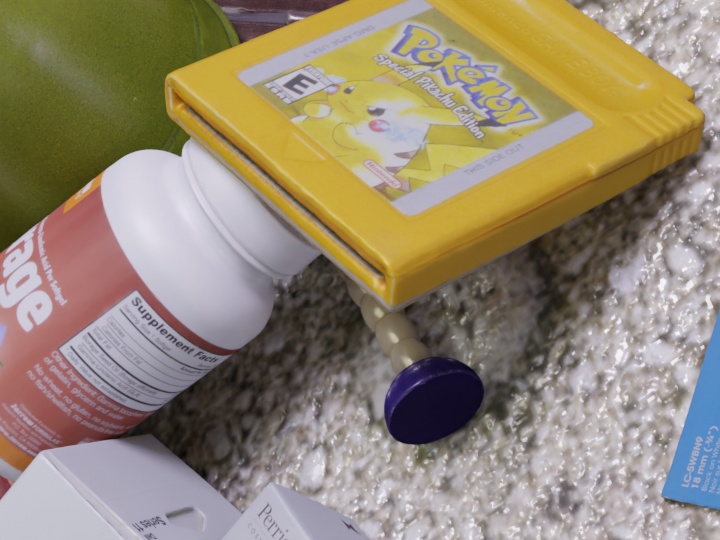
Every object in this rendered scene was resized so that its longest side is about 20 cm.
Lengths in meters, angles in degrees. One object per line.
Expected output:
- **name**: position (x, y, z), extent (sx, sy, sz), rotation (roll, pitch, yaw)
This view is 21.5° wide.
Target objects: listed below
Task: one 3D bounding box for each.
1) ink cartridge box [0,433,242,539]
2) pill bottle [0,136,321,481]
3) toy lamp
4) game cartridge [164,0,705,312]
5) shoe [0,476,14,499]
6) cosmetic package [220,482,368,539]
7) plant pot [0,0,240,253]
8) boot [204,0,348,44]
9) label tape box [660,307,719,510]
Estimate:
- **ink cartridge box**: position (-0.161, 0.181, 0.940), extent (0.083, 0.147, 0.200), rotation (43, 98, 12)
- **pill bottle**: position (-0.117, 0.012, 0.955), extent (0.200, 0.112, 0.112), rotation (-36, 49, 17)
- **toy lamp**: position (0.000, 0.000, 0.971), extent (0.058, 0.058, 0.200), rotation (-42, 50, 17)
- **game cartridge**: position (0.037, -0.077, 0.894), extent (0.200, 0.033, 0.176), rotation (-28, 50, -27)
- **shoe**: position (-0.223, 0.075, 1.062), extent (0.091, 0.072, 0.200), rotation (-36, 66, -19)
- **cosmetic package**: position (-0.062, 0.213, 0.901), extent (0.200, 0.071, 0.101), rotation (-50, 45, 8)
- **plant pot**: position (-0.193, -0.118, 1.001), extent (0.200, 0.193, 0.201), rotation (-12, 61, 23)
- **boot**: position (-0.062, -0.164, 1.117), extent (0.166, 0.072, 0.201), rotation (-4, 64, 26)
- **label tape box**: position (0.209, 0.036, 0.763), extent (0.200, 0.063, 0.145), rotation (9, 74, 43)
